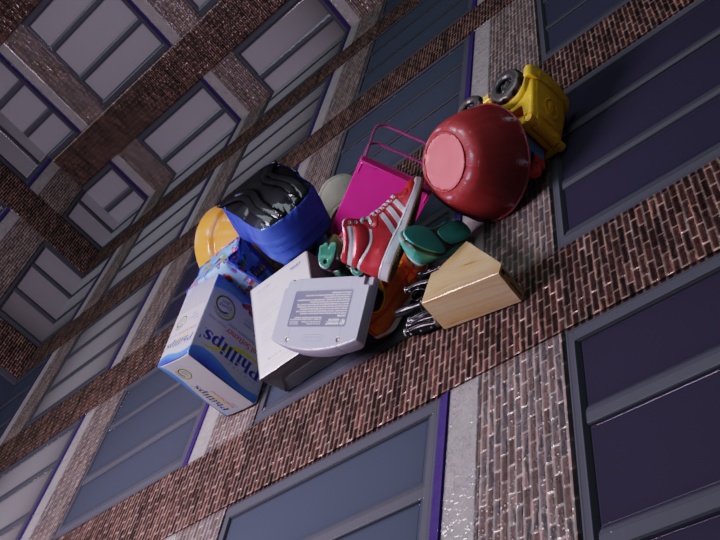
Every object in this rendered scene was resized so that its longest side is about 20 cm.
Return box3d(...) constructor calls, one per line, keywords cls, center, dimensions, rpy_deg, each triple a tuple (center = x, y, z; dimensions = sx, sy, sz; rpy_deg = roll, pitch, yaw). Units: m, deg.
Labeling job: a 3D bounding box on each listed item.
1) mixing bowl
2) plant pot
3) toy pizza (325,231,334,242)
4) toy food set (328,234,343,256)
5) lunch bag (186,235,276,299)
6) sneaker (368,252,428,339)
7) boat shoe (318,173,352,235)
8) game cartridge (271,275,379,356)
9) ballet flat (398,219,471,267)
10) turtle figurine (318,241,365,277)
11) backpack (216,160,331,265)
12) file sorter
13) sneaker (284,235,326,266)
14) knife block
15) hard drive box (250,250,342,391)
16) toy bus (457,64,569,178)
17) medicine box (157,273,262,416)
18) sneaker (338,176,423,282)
box3d(cls="mixing bowl", center=(0.175, -0.181, 1.424), dimensions=(0.198, 0.107, 0.205), rpy_deg=(5, 96, 50))
box3d(cls="plant pot", center=(-0.228, -0.058, 1.848), dimensions=(0.181, 0.201, 0.202), rpy_deg=(-8, 41, 45))
box3d(cls="toy pizza", center=(-0.116, -0.025, 1.900), dimensions=(0.200, 0.032, 0.201), rpy_deg=(-42, 16, 15))
box3d(cls="toy food set", center=(0.005, -0.069, 1.753), dimensions=(0.198, 0.049, 0.200), rpy_deg=(-21, 33, 47))
box3d(cls="lunch bag", center=(-0.232, 0.049, 1.764), dimensions=(0.150, 0.200, 0.095), rpy_deg=(-32, 23, 36))
box3d(cls="sneaker", center=(0.059, 0.022, 1.469), dimensions=(0.072, 0.077, 0.202), rpy_deg=(-20, 32, 48))
box3d(cls="boat shoe", center=(-0.073, -0.139, 1.884), dimensions=(0.203, 0.071, 0.061), rpy_deg=(-54, -3, -38))
box3d(cls="game cartridge", center=(-0.062, 0.078, 1.440), dimensions=(0.197, 0.041, 0.136), rpy_deg=(-3, 68, 40))
box3d(cls="ballet flat", center=(0.114, -0.036, 1.404), dimensions=(0.199, 0.068, 0.071), rpy_deg=(-15, -32, -53))
box3d(cls="turtle figurine", center=(0.000, 0.000, 1.539), dimensions=(0.147, 0.200, 0.103), rpy_deg=(-7, 78, 16))
box3d(cls="backpack", center=(-0.145, -0.102, 1.644), dimensions=(0.163, 0.169, 0.199), rpy_deg=(-45, 34, -13))
box3d(cls="file sorter", center=(0.047, -0.149, 1.586), dimensions=(0.201, 0.137, 0.127), rpy_deg=(118, 174, -49))
box3d(cls="sneaker", center=(-0.121, 0.012, 1.730), dimensions=(0.070, 0.076, 0.203), rpy_deg=(106, 174, -62))
box3d(cls="knife block", center=(0.138, 0.047, 1.304), dimensions=(0.176, 0.064, 0.200), rpy_deg=(-46, 23, 0))
box3d(cls="hard drive box", center=(-0.118, 0.092, 1.566), dimensions=(0.155, 0.076, 0.203), rpy_deg=(-33, 48, 26))
box3d(cls="toy bus", center=(0.262, -0.225, 1.493), dimensions=(0.198, 0.135, 0.195), rpy_deg=(-28, 44, 40))
box3d(cls="medicine box", center=(-0.272, 0.147, 1.671), dimensions=(0.102, 0.182, 0.202), rpy_deg=(-26, 35, 35))
box3d(cls="sneaker", center=(0.032, -0.085, 1.424), dimensions=(0.072, 0.110, 0.203), rpy_deg=(86, -156, -61))
